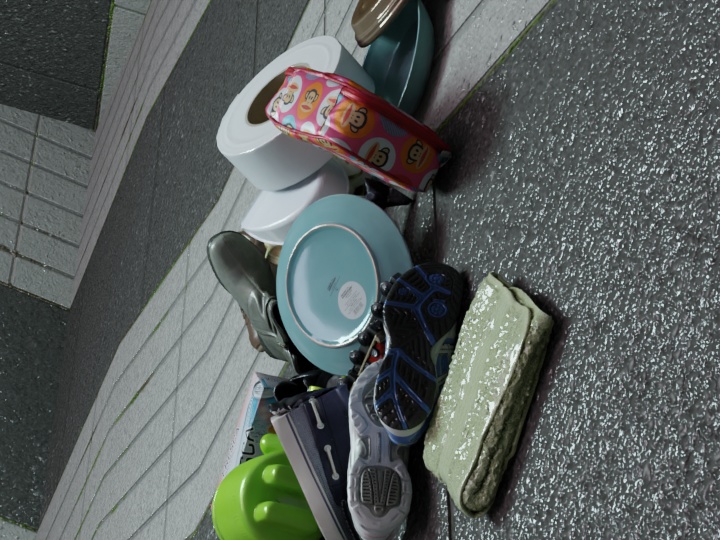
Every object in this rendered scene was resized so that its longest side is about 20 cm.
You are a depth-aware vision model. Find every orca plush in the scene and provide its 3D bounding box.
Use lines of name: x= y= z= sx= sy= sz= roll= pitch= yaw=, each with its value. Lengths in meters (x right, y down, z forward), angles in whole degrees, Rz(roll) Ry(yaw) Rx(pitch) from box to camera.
orca plush: x=0.000 y=0.000 z=1.675 sx=0.200 sy=0.105 sz=0.071 roll=-53 pitch=29 yaw=-3

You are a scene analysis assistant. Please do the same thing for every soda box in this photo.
soda box: x=-0.132 y=0.237 z=1.902 sx=0.068 sy=0.064 sz=0.200 roll=-134 pitch=60 yaw=-69

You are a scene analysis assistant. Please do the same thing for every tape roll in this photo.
tape roll: x=-0.081 y=-0.194 z=1.826 sx=0.202 sy=0.071 sz=0.203 roll=-32 pitch=32 yaw=23

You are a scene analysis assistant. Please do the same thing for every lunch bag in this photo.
lunch bag: x=0.004 y=-0.149 z=1.639 sx=0.082 sy=0.176 sz=0.200 roll=-61 pitch=34 yaw=1

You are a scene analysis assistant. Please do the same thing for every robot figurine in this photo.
robot figurine: x=-0.103 y=0.272 z=1.708 sx=0.200 sy=0.116 sz=0.176 roll=145 pitch=138 yaw=-63

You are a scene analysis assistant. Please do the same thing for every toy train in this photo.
toy train: x=0.015 y=0.089 z=1.563 sx=0.034 sy=0.046 sz=0.200 roll=-35 pitch=-26 yaw=-53

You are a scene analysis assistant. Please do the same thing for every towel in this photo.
towel: x=0.111 y=0.109 z=1.339 sx=0.148 sy=0.036 sz=0.200 roll=-137 pitch=63 yaw=-70

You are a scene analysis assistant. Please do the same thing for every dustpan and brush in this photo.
dustpan and brush: x=-0.046 y=-0.079 z=1.783 sx=0.140 sy=0.057 sz=0.200 roll=-57 pitch=33 yaw=-9

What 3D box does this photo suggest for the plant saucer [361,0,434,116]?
plant saucer: x=0.044 y=-0.239 z=1.800 sx=0.200 sy=0.036 sz=0.200 roll=-165 pitch=90 yaw=-72

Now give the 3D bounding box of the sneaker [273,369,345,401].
sneaker: x=-0.065 y=0.142 z=1.749 sx=0.200 sy=0.083 sz=0.072 roll=159 pitch=124 yaw=-68

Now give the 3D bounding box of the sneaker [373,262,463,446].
sneaker: x=0.054 y=0.080 z=1.464 sx=0.077 sy=0.076 sz=0.200 roll=85 pitch=-160 yaw=-57

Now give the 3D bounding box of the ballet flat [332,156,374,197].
ballet flat: x=-0.014 y=-0.094 z=1.837 sx=0.067 sy=0.067 sz=0.200 roll=-22 pitch=56 yaw=42

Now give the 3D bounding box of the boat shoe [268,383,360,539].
boat shoe: x=-0.017 y=0.213 z=1.546 sx=0.075 sy=0.093 sz=0.200 roll=171 pitch=74 yaw=-86

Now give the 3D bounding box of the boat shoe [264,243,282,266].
boat shoe: x=-0.089 y=-0.042 z=1.978 sx=0.200 sy=0.073 sz=0.063 roll=-134 pitch=58 yaw=-70

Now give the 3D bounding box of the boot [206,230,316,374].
boot: x=-0.117 y=0.037 z=1.887 sx=0.068 sy=0.200 sz=0.131 roll=-33 pitch=13 yaw=-13

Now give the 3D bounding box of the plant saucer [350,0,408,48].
plant saucer: x=0.046 y=-0.363 z=1.814 sx=0.200 sy=0.029 sz=0.200 roll=-53 pitch=14 yaw=19

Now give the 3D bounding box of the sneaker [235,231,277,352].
sneaker: x=-0.158 y=0.029 z=2.118 sx=0.070 sy=0.075 sz=0.200 roll=124 pitch=154 yaw=-44

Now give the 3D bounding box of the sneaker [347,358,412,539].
sneaker: x=0.016 y=0.184 z=1.501 sx=0.099 sy=0.078 sz=0.200 roll=104 pitch=178 yaw=-56

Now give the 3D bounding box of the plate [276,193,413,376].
plate: x=-0.025 y=0.016 z=1.617 sx=0.200 sy=0.026 sz=0.200 roll=1 pitch=91 yaw=40
